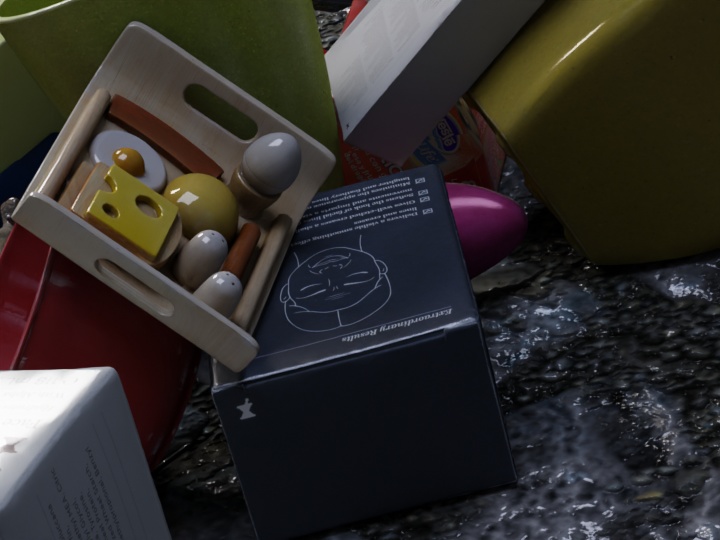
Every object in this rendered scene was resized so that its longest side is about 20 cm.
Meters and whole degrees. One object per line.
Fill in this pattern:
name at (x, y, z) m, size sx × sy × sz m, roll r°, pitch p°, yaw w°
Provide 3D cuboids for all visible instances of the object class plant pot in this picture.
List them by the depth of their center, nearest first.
plant pot at (-0.094, -0.107, 1.671) m, size 0.187 × 0.200 × 0.187 m, roll -24°, pitch 16°, yaw 8°
plant pot at (0.174, -0.120, 1.683) m, size 0.200 × 0.194 × 0.196 m, roll -36°, pitch 29°, yaw 4°

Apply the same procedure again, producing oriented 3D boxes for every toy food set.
toy food set at (-0.094, -0.045, 1.495) m, size 0.060 × 0.143 × 0.200 m, roll -50°, pitch 10°, yaw 31°

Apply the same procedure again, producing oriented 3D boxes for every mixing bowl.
mixing bowl at (-0.154, 0.051, 1.545) m, size 0.108 × 0.200 × 0.200 m, roll 20°, pitch 24°, yaw -15°

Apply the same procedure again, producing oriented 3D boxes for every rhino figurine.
rhino figurine at (-0.208, 0.002, 1.681) m, size 0.060 × 0.200 × 0.088 m, roll 25°, pitch 40°, yaw -7°

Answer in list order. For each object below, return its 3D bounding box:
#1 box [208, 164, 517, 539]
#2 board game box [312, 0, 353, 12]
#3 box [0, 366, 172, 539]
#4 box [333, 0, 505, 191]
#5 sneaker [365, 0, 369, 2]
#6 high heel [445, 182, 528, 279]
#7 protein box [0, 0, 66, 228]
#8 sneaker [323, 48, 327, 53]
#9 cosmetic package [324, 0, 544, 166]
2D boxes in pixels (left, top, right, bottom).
box at (-0.005, 0.043, 1.557) m, size 0.148 × 0.107 × 0.200 m, roll -14°, pitch 27°, yaw 2°
board game box at (0.035, -0.234, 1.969) m, size 0.200 × 0.062 × 0.200 m, roll 4°, pitch -12°, yaw -37°
box at (-0.202, 0.161, 1.344) m, size 0.198 × 0.200 × 0.131 m, roll -2°, pitch 30°, yaw 24°
box at (0.045, -0.126, 1.851) m, size 0.102 × 0.095 × 0.200 m, roll -8°, pitch 29°, yaw 14°
sneaker at (-0.006, -0.217, 1.820) m, size 0.200 × 0.088 × 0.075 m, roll 29°, pitch 95°, yaw 51°
high heel at (0.000, 0.000, 1.666) m, size 0.200 × 0.068 × 0.096 m, roll -8°, pitch 19°, yaw 25°
protein box at (-0.219, -0.117, 1.858) m, size 0.198 × 0.135 × 0.200 m, roll -37°, pitch 23°, yaw 18°
sneaker at (-0.084, -0.200, 1.873) m, size 0.085 × 0.200 × 0.077 m, roll -40°, pitch 18°, yaw 21°
cosmetic package at (0.059, -0.162, 1.665) m, size 0.200 × 0.051 × 0.083 m, roll -48°, pitch 33°, yaw 29°
